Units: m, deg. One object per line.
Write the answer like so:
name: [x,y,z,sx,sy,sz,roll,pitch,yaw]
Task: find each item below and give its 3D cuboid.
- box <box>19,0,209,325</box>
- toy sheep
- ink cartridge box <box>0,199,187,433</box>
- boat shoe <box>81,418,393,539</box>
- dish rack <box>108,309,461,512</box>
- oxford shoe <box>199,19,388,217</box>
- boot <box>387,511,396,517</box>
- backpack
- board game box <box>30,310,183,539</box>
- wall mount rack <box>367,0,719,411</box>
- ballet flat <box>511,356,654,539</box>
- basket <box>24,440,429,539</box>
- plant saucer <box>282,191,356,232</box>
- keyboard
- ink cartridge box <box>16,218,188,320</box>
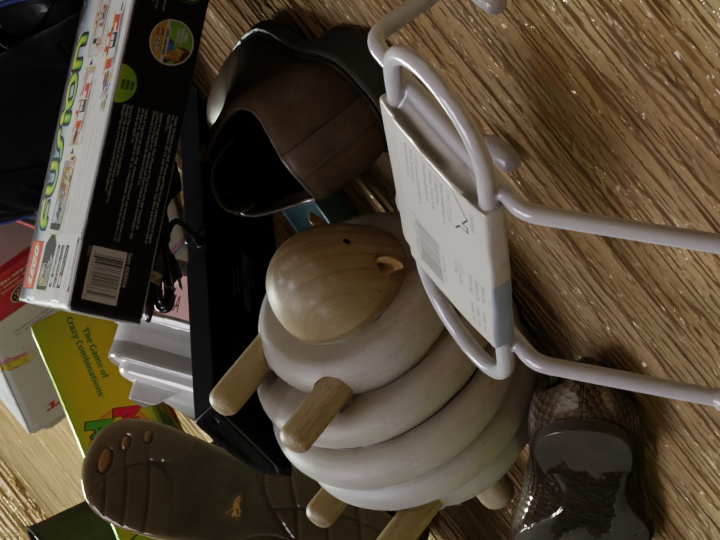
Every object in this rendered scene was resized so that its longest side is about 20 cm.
box: [-0.107,-0.079,1.214,0.035,0.201,0.110,13,178,-18]
toy sheep: [0.016,0.050,1.220,0.138,0.138,0.200,38,168,45]
ink cartridge box: [-0.189,-0.004,1.692,0.083,0.146,0.200,47,164,24]
boat shoe: [-0.047,0.133,1.406,0.200,0.072,0.068,23,176,12]
dish rack: [-0.035,0.080,1.403,0.171,0.044,0.200,14,168,25]
oxford shoe: [-0.044,-0.066,1.228,0.073,0.084,0.200,53,167,-11]
boot: [0.028,0.192,1.540,0.074,0.153,0.204,56,141,31]
backpack: [-0.217,-0.107,1.422,0.183,0.199,0.147,74,178,-51]
board game box: [-0.116,0.121,1.509,0.102,0.048,0.200,61,-176,-69]
wall mount rack: [0.075,-0.016,1.012,0.174,0.074,0.200,49,166,27]
ballet flat: [0.100,0.090,1.225,0.200,0.067,0.047,78,-168,-64]
basket: [-0.069,0.174,1.622,0.181,0.200,0.136,57,167,-3]
plant saucer: [0.000,0.000,1.376,0.200,0.019,0.070,54,165,-8]
keyboard: [-0.073,-0.005,1.270,0.127,0.021,0.200,49,-154,-44]
ink cartridge box: [-0.107,0.015,1.501,0.173,0.044,0.200,14,-179,-24]
